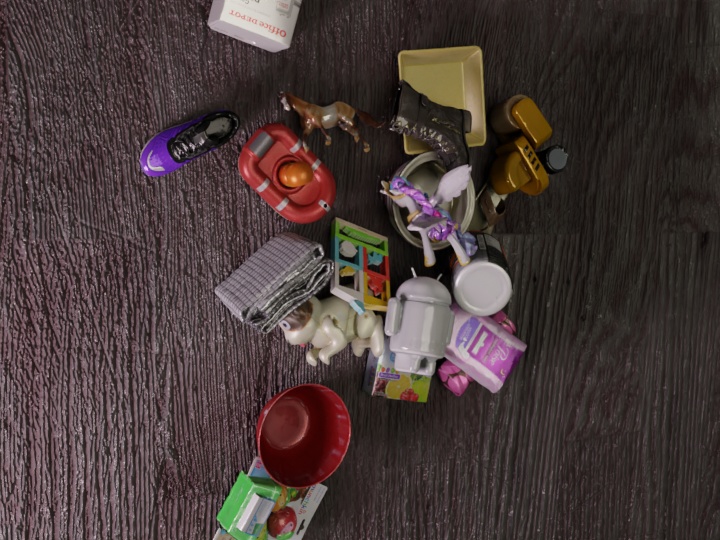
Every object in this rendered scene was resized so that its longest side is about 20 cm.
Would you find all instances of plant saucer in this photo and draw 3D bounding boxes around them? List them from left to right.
[{"bbox_3d":[0.160,-0.350,1.713,0.197,0.048,0.204,-10,103,-25],"label":"plant saucer"}]

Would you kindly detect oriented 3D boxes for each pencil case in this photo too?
[{"bbox_3d":[0.251,0.178,1.824,0.200,0.094,0.091,-43,71,-13],"label":"pencil case"}]

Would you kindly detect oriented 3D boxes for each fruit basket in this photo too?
[{"bbox_3d":[-0.175,0.489,1.665,0.199,0.093,0.187,33,84,-29],"label":"fruit basket"}]

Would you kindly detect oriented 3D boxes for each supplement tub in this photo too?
[{"bbox_3d":[0.242,-0.002,1.704,0.120,0.201,0.125,1,112,2],"label":"supplement tub"}]

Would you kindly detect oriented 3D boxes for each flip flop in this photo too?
[{"bbox_3d":[0.287,-0.142,1.803,0.081,0.057,0.202,32,84,-26],"label":"flip flop"}]

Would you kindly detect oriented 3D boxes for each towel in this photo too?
[{"bbox_3d":[-0.158,0.025,1.558,0.200,0.165,0.086,-43,119,-13],"label":"towel"}]

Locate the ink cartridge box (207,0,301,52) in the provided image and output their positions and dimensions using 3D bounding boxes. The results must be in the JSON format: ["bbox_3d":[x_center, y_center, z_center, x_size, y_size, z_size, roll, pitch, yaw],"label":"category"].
[{"bbox_3d":[-0.176,-0.517,1.504,0.144,0.082,0.204,14,92,-27],"label":"ink cartridge box"}]

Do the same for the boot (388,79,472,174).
[{"bbox_3d":[0.131,-0.260,1.634,0.171,0.069,0.204,14,66,-24],"label":"boot"}]

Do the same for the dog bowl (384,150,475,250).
[{"bbox_3d":[0.137,-0.145,1.722,0.197,0.074,0.204,-4,99,-25],"label":"dog bowl"}]

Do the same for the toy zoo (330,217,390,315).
[{"bbox_3d":[0.000,0.000,1.639,0.129,0.020,0.203,20,50,-27],"label":"toy zoo"}]

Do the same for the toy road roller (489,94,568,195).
[{"bbox_3d":[0.325,-0.248,1.748,0.145,0.123,0.202,-37,99,-16],"label":"toy road roller"}]

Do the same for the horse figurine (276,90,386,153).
[{"bbox_3d":[-0.054,-0.284,1.599,0.196,0.134,0.050,-6,144,-25],"label":"horse figurine"}]

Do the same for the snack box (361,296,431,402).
[{"bbox_3d":[0.090,0.168,1.760,0.140,0.053,0.204,11,92,-29],"label":"snack box"}]

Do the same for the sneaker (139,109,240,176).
[{"bbox_3d":[-0.299,-0.233,1.480,0.198,0.099,0.070,-33,109,-18],"label":"sneaker"}]

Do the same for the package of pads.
[{"bbox_3d":[0.234,0.149,1.734,0.199,0.076,0.121,36,81,-7],"label":"package of pads"}]

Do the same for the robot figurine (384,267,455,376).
[{"bbox_3d":[0.118,0.101,1.630,0.168,0.112,0.204,13,82,-38],"label":"robot figurine"}]

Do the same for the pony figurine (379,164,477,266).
[{"bbox_3d":[0.142,-0.100,1.592,0.167,0.191,0.201,-52,120,-27],"label":"pony figurine"}]

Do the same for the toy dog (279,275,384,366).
[{"bbox_3d":[-0.065,0.092,1.629,0.196,0.139,0.198,1,93,-24],"label":"toy dog"}]

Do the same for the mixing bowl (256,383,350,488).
[{"bbox_3d":[-0.128,0.313,1.645,0.197,0.108,0.205,-3,96,-28],"label":"mixing bowl"}]

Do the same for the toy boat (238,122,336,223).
[{"bbox_3d":[-0.125,-0.177,1.557,0.200,0.130,0.131,43,80,-25],"label":"toy boat"}]
